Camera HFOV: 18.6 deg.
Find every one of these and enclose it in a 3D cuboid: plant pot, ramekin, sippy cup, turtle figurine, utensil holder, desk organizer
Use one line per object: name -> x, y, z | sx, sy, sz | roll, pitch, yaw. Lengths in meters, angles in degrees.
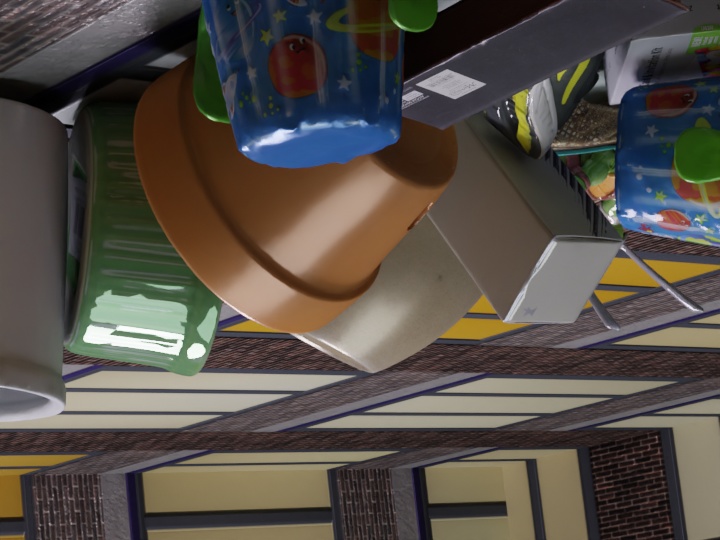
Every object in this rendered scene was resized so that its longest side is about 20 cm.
plant pot -> 0.000, 0.000, 1.717 | 0.199, 0.135, 0.200 | 27, 174, 3
ramekin -> -0.160, -0.027, 1.579 | 0.097, 0.202, 0.200 | 5, 166, -15
plant pot -> -0.031, -0.079, 1.442 | 0.140, 0.201, 0.199 | -33, 156, 31
sippy cup -> 0.242, -0.075, 1.514 | 0.129, 0.141, 0.178 | 3, 146, 11
turtle figurine -> 0.157, -0.040, 1.742 | 0.193, 0.202, 0.144 | 13, -146, 33
utensil holder -> -0.285, -0.006, 1.537 | 0.168, 0.202, 0.170 | 1, 166, 0
sippy cup -> -0.030, -0.133, 1.280 | 0.138, 0.132, 0.178 | -5, 169, -4
desk organizer -> 0.091, -0.159, 1.294 | 0.071, 0.078, 0.199 | 14, 153, -41

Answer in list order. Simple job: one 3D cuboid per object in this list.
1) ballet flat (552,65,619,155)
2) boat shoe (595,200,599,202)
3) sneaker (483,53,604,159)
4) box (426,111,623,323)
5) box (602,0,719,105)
ballet flat -> 0.204, -0.121, 1.633 | 0.198, 0.066, 0.070 | -4, -173, -19
boat shoe -> 0.231, -0.086, 1.828 | 0.198, 0.063, 0.073 | -12, 167, 23
sneaker -> 0.118, -0.157, 1.435 | 0.085, 0.074, 0.200 | -46, 162, -19
box -> 0.094, -0.057, 1.537 | 0.068, 0.201, 0.082 | 2, 131, -37
box -> 0.275, -0.165, 1.527 | 0.198, 0.042, 0.156 | -5, 168, -1
